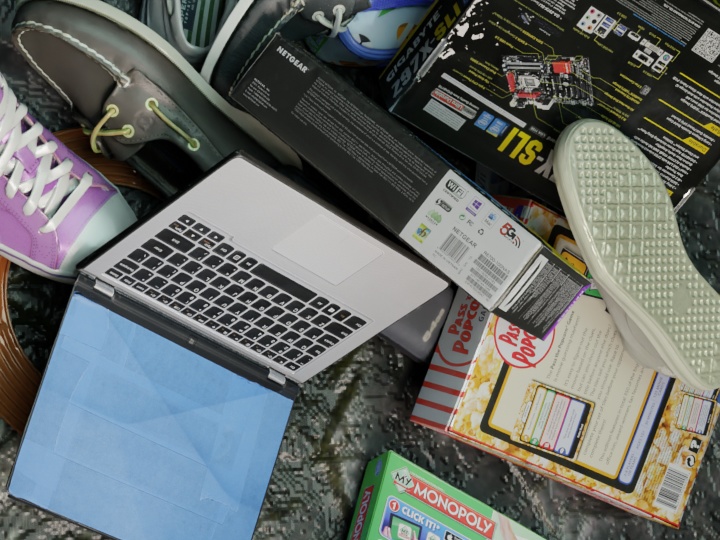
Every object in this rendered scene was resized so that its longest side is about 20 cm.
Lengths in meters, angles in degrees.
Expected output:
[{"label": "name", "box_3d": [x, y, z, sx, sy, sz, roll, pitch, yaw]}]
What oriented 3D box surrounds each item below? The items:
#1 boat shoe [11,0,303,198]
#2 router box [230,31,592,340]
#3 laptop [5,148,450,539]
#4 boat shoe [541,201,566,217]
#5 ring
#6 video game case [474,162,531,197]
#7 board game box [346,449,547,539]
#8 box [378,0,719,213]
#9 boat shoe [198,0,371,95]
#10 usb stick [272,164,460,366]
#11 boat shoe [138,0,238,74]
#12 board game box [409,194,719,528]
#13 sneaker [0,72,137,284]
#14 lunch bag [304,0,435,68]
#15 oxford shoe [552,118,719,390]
[{"label": "boat shoe", "box_3d": [-0.121, -0.086, 1.250, 0.201, 0.072, 0.061, 36, 60, -23]}, {"label": "router box", "box_3d": [0.031, -0.045, 1.250, 0.200, 0.149, 0.051, 40, 94, 17]}, {"label": "laptop", "box_3d": [-0.070, 0.062, 1.227, 0.187, 0.200, 0.116, 30, 37, -42]}, {"label": "boat shoe", "box_3d": [0.186, -0.085, 1.389, 0.202, 0.063, 0.074, -54, 142, 6]}, {"label": "ring", "box_3d": [-0.144, 0.013, 1.278, 0.199, 0.019, 0.202, 3, 83, -27]}, {"label": "video game case", "box_3d": [0.139, -0.142, 1.367, 0.143, 0.018, 0.201, -20, 133, -27]}, {"label": "board game box", "box_3d": [0.075, 0.215, 1.336, 0.199, 0.029, 0.135, 31, 53, -20]}, {"label": "box", "box_3d": [0.137, -0.120, 1.297, 0.199, 0.049, 0.160, 27, 116, -23]}, {"label": "boat shoe", "box_3d": [-0.016, -0.174, 1.266, 0.060, 0.076, 0.200, 38, 90, 1]}, {"label": "usb stick", "box_3d": [0.000, 0.000, 1.302, 0.200, 0.032, 0.056, 35, 75, -45]}, {"label": "boat shoe", "box_3d": [-0.088, -0.214, 1.304, 0.073, 0.067, 0.201, 7, 81, -26]}, {"label": "board game box", "box_3d": [0.144, 0.059, 1.371, 0.199, 0.046, 0.152, 25, 83, -31]}, {"label": "sneaker", "box_3d": [-0.198, -0.066, 1.192, 0.200, 0.114, 0.073, 37, 71, -10]}, {"label": "lunch bag", "box_3d": [0.052, -0.206, 1.370, 0.199, 0.075, 0.161, -10, 91, -26]}, {"label": "oxford shoe", "box_3d": [0.163, -0.006, 1.312, 0.075, 0.058, 0.200, -48, 120, -22]}]
